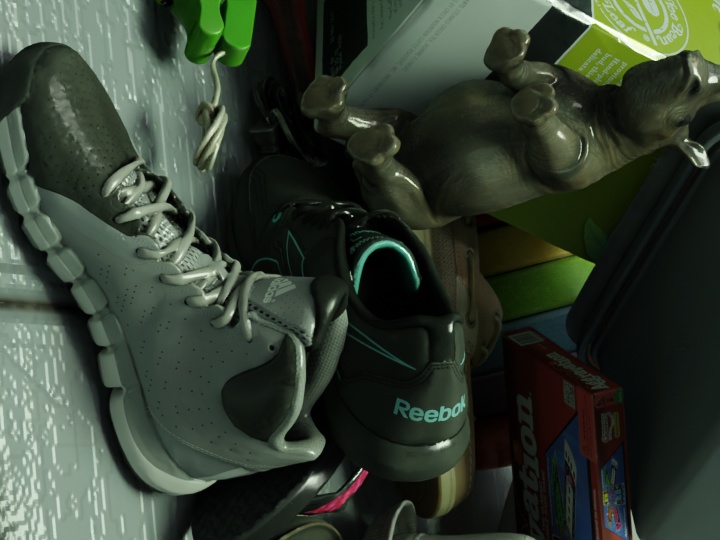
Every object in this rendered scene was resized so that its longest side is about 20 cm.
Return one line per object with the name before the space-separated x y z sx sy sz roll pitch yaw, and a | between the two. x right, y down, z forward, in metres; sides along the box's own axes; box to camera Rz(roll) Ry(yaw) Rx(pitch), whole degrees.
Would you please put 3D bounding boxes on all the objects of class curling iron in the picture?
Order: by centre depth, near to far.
curling iron | -0.042 -0.142 1.029 0.049 0.025 0.202 4 77 -65

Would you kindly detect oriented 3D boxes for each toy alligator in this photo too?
toy alligator | -0.068 -0.136 0.957 0.054 0.059 0.201 20 58 -10

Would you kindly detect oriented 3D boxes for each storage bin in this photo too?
storage bin | 0.194 0.039 0.986 0.144 0.201 0.135 10 49 -15

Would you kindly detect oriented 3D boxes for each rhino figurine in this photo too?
rhino figurine | 0.080 -0.064 0.936 0.088 0.198 0.060 52 32 -56

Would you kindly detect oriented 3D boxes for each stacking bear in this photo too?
stacking bear | 0.088 -0.004 1.143 0.114 0.120 0.202 158 -81 -77

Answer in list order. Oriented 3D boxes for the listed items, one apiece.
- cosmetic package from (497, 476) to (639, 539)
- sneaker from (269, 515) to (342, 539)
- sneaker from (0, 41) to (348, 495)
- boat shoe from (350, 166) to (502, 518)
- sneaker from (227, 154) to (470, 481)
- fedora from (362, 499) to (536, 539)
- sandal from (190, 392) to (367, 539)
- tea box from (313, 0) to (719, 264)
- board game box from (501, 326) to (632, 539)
cosmetic package | 0.156 0.186 1.100 0.074 0.101 0.201 100 -27 -46
sneaker | -0.024 0.161 0.880 0.200 0.105 0.075 -45 121 -58
sneaker | -0.062 -0.006 0.850 0.075 0.115 0.201 -50 125 -52
boat shoe | 0.042 0.022 1.060 0.064 0.071 0.202 1 75 -24
sneaker | 0.000 0.000 0.920 0.200 0.075 0.080 -125 -146 -44
fedora | 0.061 0.199 0.990 0.177 0.089 0.202 -78 157 -68
sandal | -0.015 0.073 0.959 0.045 0.075 0.200 61 30 -18
tea box | 0.091 -0.138 1.054 0.196 0.134 0.201 24 44 -25
board game box | 0.104 0.137 1.037 0.103 0.019 0.202 -143 -135 -66
